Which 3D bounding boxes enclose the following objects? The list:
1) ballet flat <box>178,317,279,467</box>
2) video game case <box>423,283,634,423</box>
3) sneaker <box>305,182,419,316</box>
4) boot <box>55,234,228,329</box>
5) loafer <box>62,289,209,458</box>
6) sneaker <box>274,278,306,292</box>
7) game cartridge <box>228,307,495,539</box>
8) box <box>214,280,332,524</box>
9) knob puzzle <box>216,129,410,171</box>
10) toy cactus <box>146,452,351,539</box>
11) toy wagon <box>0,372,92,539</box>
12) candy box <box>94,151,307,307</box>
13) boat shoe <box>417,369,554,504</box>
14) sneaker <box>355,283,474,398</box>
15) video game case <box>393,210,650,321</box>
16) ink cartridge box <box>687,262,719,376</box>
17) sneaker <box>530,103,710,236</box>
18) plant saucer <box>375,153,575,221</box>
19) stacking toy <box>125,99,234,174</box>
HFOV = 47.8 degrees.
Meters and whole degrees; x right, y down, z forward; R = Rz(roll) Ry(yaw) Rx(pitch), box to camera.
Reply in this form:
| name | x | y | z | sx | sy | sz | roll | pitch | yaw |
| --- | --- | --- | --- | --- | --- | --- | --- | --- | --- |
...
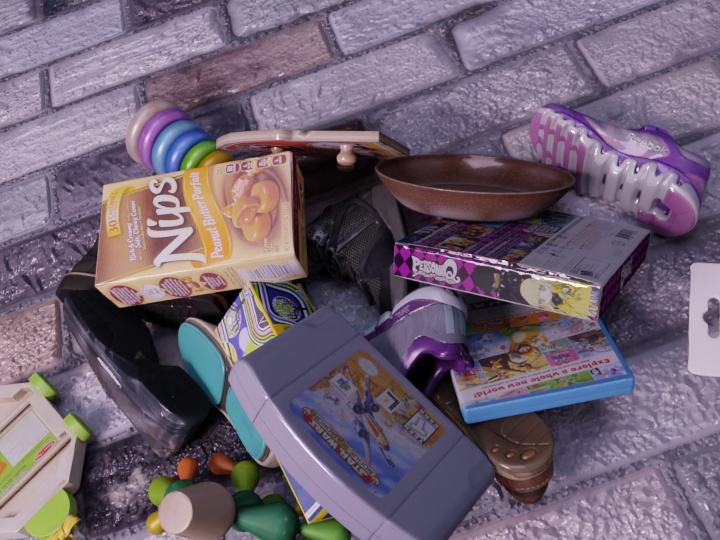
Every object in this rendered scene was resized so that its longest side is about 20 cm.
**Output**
| name | x | y | z | sx | sy | sz | roll | pitch | yaw |
| --- | --- | --- | --- | --- | --- | --- | --- | --- | --- |
| ballet flat | -0.111 | 0.113 | 0.783 | 0.069 | 0.070 | 0.200 | -35 | 49 | -10 |
| video game case | 0.142 | 0.051 | 0.736 | 0.141 | 0.018 | 0.201 | -10 | 34 | 0 |
| sneaker | 0.000 | 0.000 | 0.818 | 0.113 | 0.077 | 0.201 | -17 | 50 | 6 |
| boot | -0.221 | -0.017 | 0.887 | 0.198 | 0.078 | 0.139 | 7 | 56 | 16 |
| loafer | -0.235 | 0.100 | 0.800 | 0.200 | 0.072 | 0.073 | 45 | 119 | 23 |
| sneaker | -0.101 | 0.000 | 0.839 | 0.078 | 0.075 | 0.202 | -11 | 62 | 8 |
| game cartridge | 0.000 | 0.122 | 0.616 | 0.200 | 0.042 | 0.133 | 43 | 32 | 12 |
| box | -0.048 | 0.106 | 0.691 | 0.070 | 0.064 | 0.201 | -51 | 56 | 29 |
| knob puzzle | -0.059 | -0.123 | 0.860 | 0.217 | 0.219 | 0.031 | 3 | 94 | 15 |
| toy cactus | -0.113 | 0.207 | 0.671 | 0.198 | 0.165 | 0.103 | 18 | 82 | 25 |
| toy wagon | -0.336 | 0.201 | 0.796 | 0.199 | 0.040 | 0.155 | 37 | 73 | 29 |
| candy box | -0.154 | -0.040 | 0.796 | 0.198 | 0.055 | 0.117 | -9 | 62 | 7 |
| boat shoe | 0.103 | 0.124 | 0.721 | 0.071 | 0.068 | 0.200 | -21 | 38 | -11 |
| sneaker | 0.013 | 0.096 | 0.711 | 0.200 | 0.074 | 0.088 | -40 | 35 | 28 |
| video game case | 0.152 | -0.017 | 0.736 | 0.180 | 0.036 | 0.200 | 13 | 21 | 26 |
| ink cartridge box | 0.380 | 0.064 | 0.692 | 0.198 | 0.068 | 0.118 | 6 | 61 | 16 |
| sneaker | 0.269 | -0.118 | 0.833 | 0.199 | 0.081 | 0.088 | 35 | 65 | 24 |
| plant saucer | 0.113 | -0.083 | 0.815 | 0.198 | 0.037 | 0.201 | 2 | 19 | -1 |
| stacking toy | -0.180 | -0.117 | 0.937 | 0.199 | 0.086 | 0.085 | 37 | 72 | 25 |
